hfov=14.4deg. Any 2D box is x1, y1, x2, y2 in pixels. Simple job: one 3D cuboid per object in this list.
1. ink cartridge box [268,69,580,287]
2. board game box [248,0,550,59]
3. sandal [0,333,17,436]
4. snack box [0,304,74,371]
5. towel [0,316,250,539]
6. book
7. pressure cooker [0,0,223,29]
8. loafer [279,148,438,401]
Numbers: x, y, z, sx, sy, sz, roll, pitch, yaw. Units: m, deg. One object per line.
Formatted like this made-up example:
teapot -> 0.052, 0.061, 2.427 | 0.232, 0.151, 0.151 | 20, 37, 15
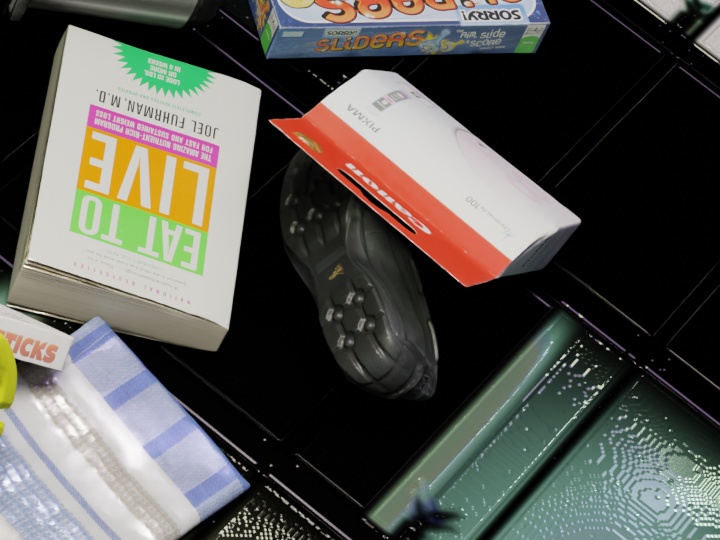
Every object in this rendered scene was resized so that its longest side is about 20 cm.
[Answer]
ink cartridge box -> 0.044, -0.060, 1.767 | 0.163, 0.057, 0.200 | 40, 8, 11
board game box -> 0.016, -0.207, 1.945 | 0.200, 0.034, 0.136 | -4, 56, -23
sandal -> -0.255, 0.121, 1.544 | 0.087, 0.079, 0.200 | 14, 75, 19
snack box -> -0.249, 0.017, 1.587 | 0.072, 0.024, 0.200 | 23, 2, 36
towel -> -0.178, 0.118, 1.633 | 0.200, 0.024, 0.147 | -31, 70, -36
book -> -0.137, -0.051, 1.767 | 0.133, 0.048, 0.200 | 16, 49, -14
pressure cooker -> -0.180, -0.246, 1.812 | 0.200, 0.179, 0.176 | 8, 17, -15
loafer -> 0.000, 0.000, 1.771 | 0.070, 0.068, 0.201 | 34, 28, -44
